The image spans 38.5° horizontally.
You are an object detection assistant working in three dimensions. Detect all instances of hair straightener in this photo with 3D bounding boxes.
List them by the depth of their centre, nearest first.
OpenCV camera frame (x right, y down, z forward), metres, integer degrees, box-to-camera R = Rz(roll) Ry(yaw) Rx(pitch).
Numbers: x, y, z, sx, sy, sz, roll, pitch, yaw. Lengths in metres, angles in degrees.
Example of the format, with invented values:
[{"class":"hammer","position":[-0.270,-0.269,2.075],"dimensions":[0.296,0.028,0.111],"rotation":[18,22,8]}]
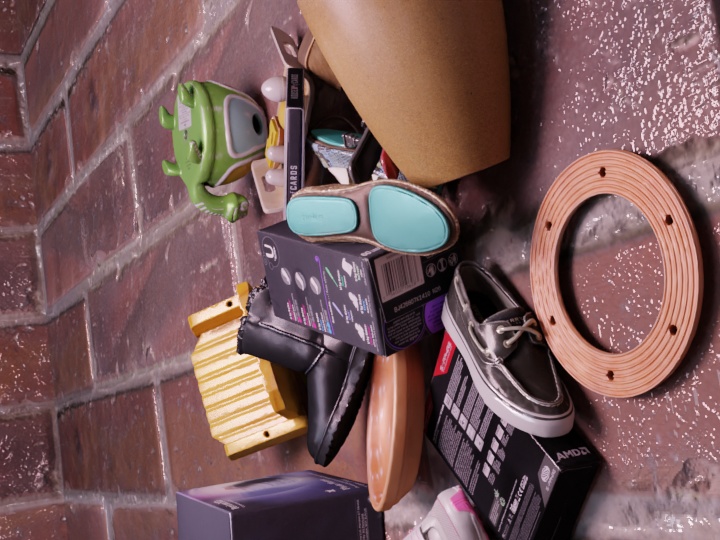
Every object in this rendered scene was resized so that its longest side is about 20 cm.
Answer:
[{"class":"hair straightener","position":[0.013,-0.155,1.056],"dimensions":[0.201,0.076,0.041],"rotation":[-78,-31,-41]}]

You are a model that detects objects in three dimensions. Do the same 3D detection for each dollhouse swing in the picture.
[{"class":"dollhouse swing","position":[-0.169,0.132,1.354],"dimensions":[0.181,0.176,0.201],"rotation":[-23,75,16]}]

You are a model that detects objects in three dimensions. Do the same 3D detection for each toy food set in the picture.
[{"class":"toy food set","position":[-0.111,-0.194,1.328],"dimensions":[0.144,0.060,0.201],"rotation":[-113,31,-56]}]

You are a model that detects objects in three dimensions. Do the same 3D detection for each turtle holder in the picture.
[{"class":"turtle holder","position":[-0.198,-0.176,1.449],"dimensions":[0.141,0.131,0.186],"rotation":[-53,49,49]}]

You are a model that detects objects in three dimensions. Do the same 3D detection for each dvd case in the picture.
[{"class":"dvd case","position":[-0.078,-0.117,1.201],"dimensions":[0.151,0.025,0.201],"rotation":[-97,10,-63]}]

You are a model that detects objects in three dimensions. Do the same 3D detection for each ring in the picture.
[{"class":"ring","position":[0.206,0.002,0.840],"dimensions":[0.200,0.019,0.202],"rotation":[15,107,61]}]

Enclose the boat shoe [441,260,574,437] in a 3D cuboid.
[{"class":"boat shoe","position":[0.130,0.066,0.929],"dimensions":[0.200,0.070,0.064],"rotation":[-125,33,-46]}]

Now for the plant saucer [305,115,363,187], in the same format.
[{"class":"plant saucer","position":[-0.020,-0.084,1.235],"dimensions":[0.200,0.032,0.202],"rotation":[12,104,62]}]

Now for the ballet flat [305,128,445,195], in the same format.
[{"class":"ballet flat","position":[0.012,-0.109,1.100],"dimensions":[0.199,0.074,0.075],"rotation":[17,108,47]}]

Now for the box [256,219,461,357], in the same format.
[{"class":"box","position":[0.000,0.000,1.069],"dimensions":[0.199,0.122,0.107],"rotation":[15,121,51]}]

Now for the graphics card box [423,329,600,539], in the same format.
[{"class":"graphics card box","position":[0.132,0.160,0.963],"dimensions":[0.200,0.051,0.126],"rotation":[53,138,48]}]

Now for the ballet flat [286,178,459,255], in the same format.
[{"class":"ballet flat","position":[0.020,-0.055,0.960],"dimensions":[0.199,0.065,0.071],"rotation":[10,109,38]}]

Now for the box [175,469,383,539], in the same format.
[{"class":"box","position":[-0.102,0.324,1.264],"dimensions":[0.200,0.197,0.124],"rotation":[-8,86,61]}]

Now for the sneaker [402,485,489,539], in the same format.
[{"class":"sneaker","position":[0.071,0.295,1.030],"dimensions":[0.082,0.088,0.201],"rotation":[-122,31,-42]}]

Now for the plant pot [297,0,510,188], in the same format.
[{"class":"plant pot","position":[0.064,-0.183,0.945],"dimensions":[0.186,0.186,0.201],"rotation":[-11,101,61]}]

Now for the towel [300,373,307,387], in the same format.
[{"class":"towel","position":[-0.062,0.126,1.354],"dimensions":[0.200,0.018,0.086],"rotation":[59,141,41]}]

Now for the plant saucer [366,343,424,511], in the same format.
[{"class":"plant saucer","position":[0.037,0.153,1.093],"dimensions":[0.200,0.037,0.202],"rotation":[-177,90,-84]}]

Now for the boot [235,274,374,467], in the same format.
[{"class":"boot","position":[-0.071,0.110,1.208],"dimensions":[0.162,0.073,0.199],"rotation":[22,101,14]}]

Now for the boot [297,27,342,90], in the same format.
[{"class":"boot","position":[-0.010,-0.294,1.171],"dimensions":[0.076,0.073,0.201],"rotation":[47,141,23]}]
